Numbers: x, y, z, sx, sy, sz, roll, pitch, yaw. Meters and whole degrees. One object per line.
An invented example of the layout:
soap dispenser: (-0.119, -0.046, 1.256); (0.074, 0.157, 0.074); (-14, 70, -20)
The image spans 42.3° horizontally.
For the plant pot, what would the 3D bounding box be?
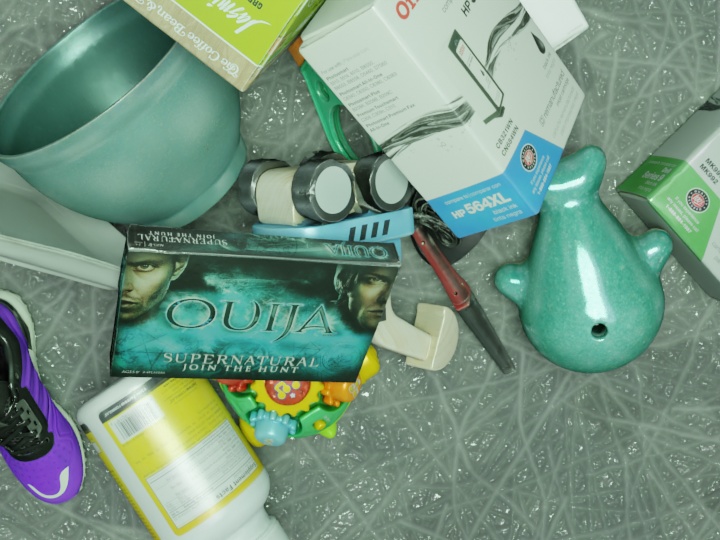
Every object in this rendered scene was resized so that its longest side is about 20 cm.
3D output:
plant pot: (-0.174, -0.115, 0.746); (0.200, 0.201, 0.134); (-36, 127, 2)

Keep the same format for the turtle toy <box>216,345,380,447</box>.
turtle toy: (-0.076, 0.067, 0.815); (0.145, 0.101, 0.201); (-33, 100, 1)

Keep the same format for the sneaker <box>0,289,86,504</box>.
sneaker: (-0.305, 0.122, 0.806); (0.069, 0.100, 0.202); (-20, 100, 1)

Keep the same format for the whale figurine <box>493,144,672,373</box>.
whale figurine: (0.193, -0.002, 0.808); (0.157, 0.104, 0.202); (-11, 112, 11)

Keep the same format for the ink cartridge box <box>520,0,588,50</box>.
ink cartridge box: (0.097, -0.264, 0.800); (0.108, 0.050, 0.201); (-32, 99, 2)

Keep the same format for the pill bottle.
pill bottle: (-0.149, 0.175, 0.812); (0.111, 0.112, 0.201); (-32, 93, 1)

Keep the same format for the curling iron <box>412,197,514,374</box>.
curling iron: (0.095, 0.021, 0.834); (0.026, 0.049, 0.201); (-49, 125, -35)

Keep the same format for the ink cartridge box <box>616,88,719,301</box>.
ink cartridge box: (0.357, -0.087, 0.832); (0.200, 0.084, 0.146); (-45, 99, 4)

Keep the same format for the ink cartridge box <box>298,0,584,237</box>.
ink cartridge box: (0.068, -0.150, 0.703); (0.200, 0.084, 0.147); (47, 52, -26)

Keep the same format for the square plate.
square plate: (-0.258, -0.045, 0.695); (0.199, 0.198, 0.029); (36, 97, 32)

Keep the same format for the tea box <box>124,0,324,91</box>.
tea box: (-0.056, -0.258, 0.631); (0.133, 0.200, 0.197); (37, 116, -9)

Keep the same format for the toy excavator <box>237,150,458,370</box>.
toy excavator: (0.000, 0.000, 0.785); (0.193, 0.099, 0.202); (-13, 104, -41)

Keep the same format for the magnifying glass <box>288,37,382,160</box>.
magnifying glass: (-0.034, -0.163, 0.801); (0.022, 0.080, 0.201); (-30, 90, -23)

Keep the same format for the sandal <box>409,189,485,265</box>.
sandal: (0.109, -0.094, 0.832); (0.076, 0.043, 0.201); (33, 96, -9)

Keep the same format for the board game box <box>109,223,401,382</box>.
board game box: (-0.081, 0.030, 0.699); (0.198, 0.028, 0.136); (3, 133, -19)
